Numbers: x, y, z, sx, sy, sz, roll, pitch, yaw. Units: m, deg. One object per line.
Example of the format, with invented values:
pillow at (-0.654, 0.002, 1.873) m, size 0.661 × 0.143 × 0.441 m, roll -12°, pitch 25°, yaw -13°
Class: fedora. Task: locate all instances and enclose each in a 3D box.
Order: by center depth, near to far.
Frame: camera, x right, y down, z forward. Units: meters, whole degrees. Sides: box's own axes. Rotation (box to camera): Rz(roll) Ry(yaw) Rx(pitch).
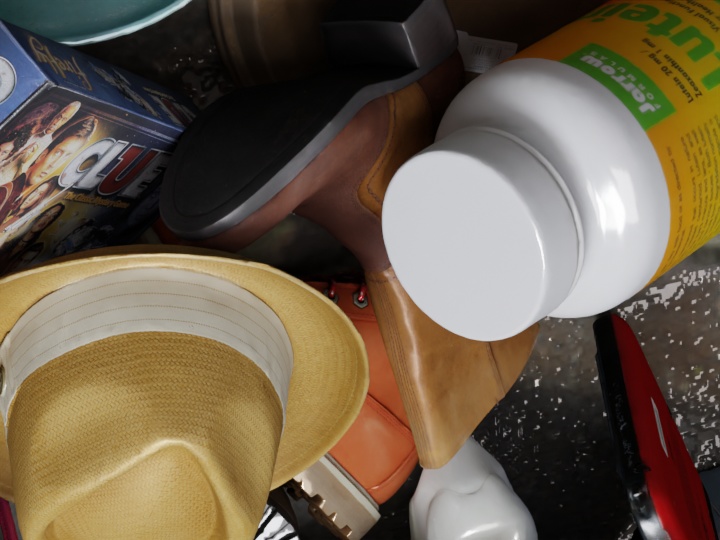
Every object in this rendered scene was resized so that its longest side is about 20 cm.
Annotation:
fedora at (-0.088, 0.071, 1.061) m, size 0.200 × 0.082 × 0.201 m, roll -3°, pitch 144°, yaw -2°

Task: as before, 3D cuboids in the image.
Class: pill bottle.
pill bottle at (0.101, -0.047, 1.107) m, size 0.200 × 0.111 × 0.111 m, roll -32°, pitch 128°, yaw -44°

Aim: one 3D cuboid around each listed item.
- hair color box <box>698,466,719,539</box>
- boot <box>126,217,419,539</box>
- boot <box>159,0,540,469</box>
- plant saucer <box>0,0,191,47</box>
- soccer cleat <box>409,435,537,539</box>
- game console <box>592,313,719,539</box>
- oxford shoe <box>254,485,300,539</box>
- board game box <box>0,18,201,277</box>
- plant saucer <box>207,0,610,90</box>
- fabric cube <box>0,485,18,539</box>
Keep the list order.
hair color box at (0.243, 0.184, 1.367) m, size 0.099 × 0.061 × 0.200 m, roll -20°, pitch 119°, yaw -8°
boot at (-0.032, 0.023, 1.200) m, size 0.107 × 0.075 × 0.200 m, roll -46°, pitch 120°, yaw -9°
boot at (0.000, 0.000, 1.127) m, size 0.068 × 0.188 × 0.200 m, roll 2°, pitch 125°, yaw 29°
plant saucer at (-0.122, -0.186, 1.002) m, size 0.199 × 0.036 × 0.201 m, roll -3°, pitch 104°, yaw -13°
soccer cleat at (0.055, 0.145, 1.267) m, size 0.069 × 0.078 × 0.200 m, roll -14°, pitch 149°, yaw -8°
game console at (0.109, 0.146, 1.229) m, size 0.118 × 0.200 × 0.173 m, roll -23°, pitch 112°, yaw 9°
oxford shoe at (-0.111, 0.073, 1.193) m, size 0.200 × 0.084 × 0.073 m, roll 44°, pitch 102°, yaw -10°
board game box at (-0.141, -0.027, 1.042) m, size 0.135 × 0.200 × 0.035 m, roll -43°, pitch 75°, yaw 10°
plant saucer at (0.031, -0.131, 1.165) m, size 0.199 × 0.029 × 0.201 m, roll -8°, pitch 117°, yaw -16°
fabric cube at (-0.272, 0.167, 1.100) m, size 0.200 × 0.196 × 0.200 m, roll 19°, pitch 112°, yaw -26°
